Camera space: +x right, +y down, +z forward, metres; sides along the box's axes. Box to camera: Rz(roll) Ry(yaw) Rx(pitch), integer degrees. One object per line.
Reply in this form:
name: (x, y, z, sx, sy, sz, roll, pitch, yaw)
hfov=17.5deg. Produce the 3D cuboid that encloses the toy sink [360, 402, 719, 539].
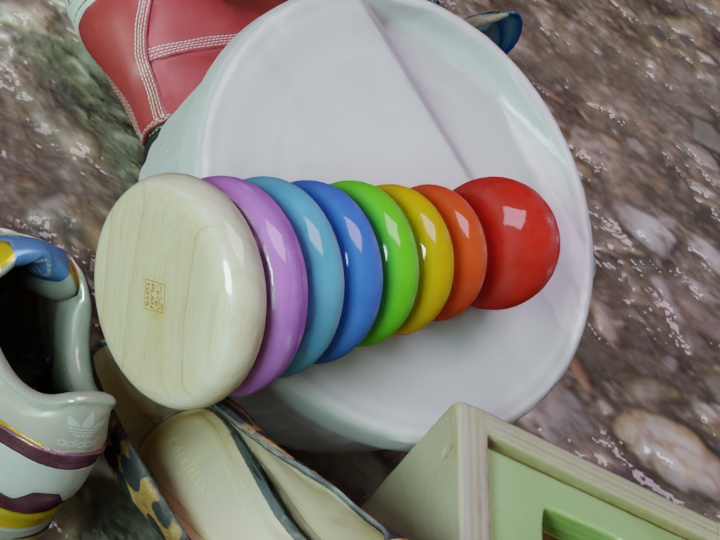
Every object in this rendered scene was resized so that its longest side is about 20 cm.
toy sink: (0.096, 0.161, 0.919, 0.200, 0.112, 0.130, 27, 34, -18)

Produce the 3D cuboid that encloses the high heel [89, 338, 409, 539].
high heel: (-0.040, 0.086, 0.826, 0.143, 0.071, 0.200, 50, -12, -11)

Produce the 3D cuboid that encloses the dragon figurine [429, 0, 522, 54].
dragon figurine: (0.045, -0.107, 1.175, 0.059, 0.200, 0.099, 19, 62, 6)

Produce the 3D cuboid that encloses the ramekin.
ramekin: (-0.005, -0.013, 0.994, 0.202, 0.094, 0.202, 12, 68, -32)

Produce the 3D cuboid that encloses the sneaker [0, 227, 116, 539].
sneaker: (-0.147, 0.002, 0.890, 0.075, 0.090, 0.200, 0, 50, -45)

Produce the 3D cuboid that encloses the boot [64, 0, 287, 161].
boot: (-0.039, -0.078, 1.128, 0.200, 0.072, 0.144, -2, 58, -47)

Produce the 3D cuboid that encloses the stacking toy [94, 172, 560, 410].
stacking toy: (0.000, 0.000, 0.891, 0.200, 0.085, 0.085, -6, 54, -43)
